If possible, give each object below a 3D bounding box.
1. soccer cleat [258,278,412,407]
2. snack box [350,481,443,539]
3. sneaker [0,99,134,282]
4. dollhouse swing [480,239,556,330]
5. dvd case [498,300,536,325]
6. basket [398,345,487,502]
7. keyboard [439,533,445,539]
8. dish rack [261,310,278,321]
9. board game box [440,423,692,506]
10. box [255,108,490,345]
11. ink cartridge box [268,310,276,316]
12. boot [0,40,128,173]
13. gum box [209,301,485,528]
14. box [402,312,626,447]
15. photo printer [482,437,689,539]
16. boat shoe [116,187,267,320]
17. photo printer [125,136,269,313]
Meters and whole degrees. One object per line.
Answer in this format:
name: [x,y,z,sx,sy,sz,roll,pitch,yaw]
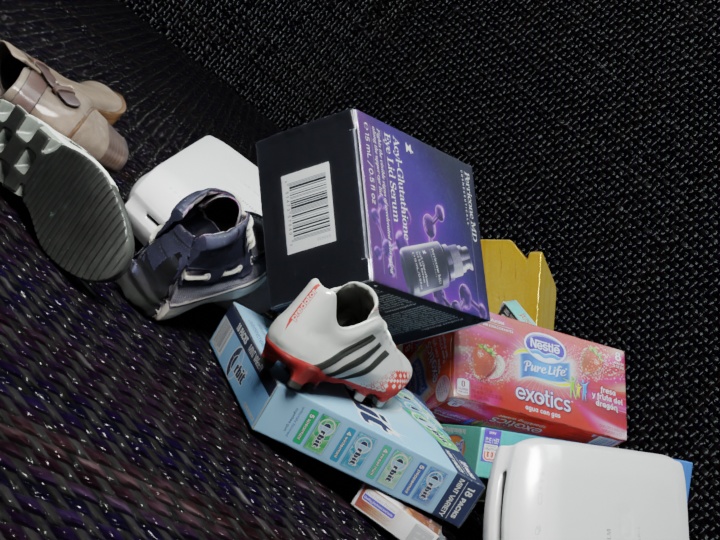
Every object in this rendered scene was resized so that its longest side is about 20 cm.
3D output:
soccer cleat: [-0.003,0.052,1.274,0.068,0.086,0.199,37,11,28]
snack box: [0.036,0.183,1.360,0.072,0.024,0.200,35,7,2]
sneaker: [-0.212,-0.055,1.242,0.200,0.074,0.088,47,9,36]
dollhouse swing: [0.137,0.072,1.924,0.198,0.184,0.176,1,-12,24]
dvd case: [0.165,0.151,1.783,0.022,0.201,0.146,-14,53,-38]
basket: [0.096,0.131,1.727,0.179,0.137,0.200,9,20,-38]
keyboard: [0.048,0.214,1.368,0.056,0.011,0.200,35,6,-15]
dish rack: [-0.041,0.074,1.583,0.200,0.055,0.153,39,5,-31]
board game box: [0.170,0.172,1.463,0.198,0.045,0.152,11,-6,-14]
box: [0.013,-0.031,1.386,0.199,0.104,0.150,17,62,-55]
ink cartridge box: [-0.008,-0.017,1.742,0.175,0.200,0.084,39,6,-17]
boot: [-0.297,-0.170,1.584,0.146,0.070,0.200,36,7,-33]
gum box: [-0.014,0.114,1.325,0.199,0.045,0.170,28,10,-24]
box: [0.144,0.111,1.555,0.198,0.100,0.096,16,61,-25]
photo printer: [0.177,0.220,1.304,0.199,0.168,0.069,13,-18,-40]
boat shoe: [-0.107,-0.027,1.328,0.075,0.093,0.200,46,30,6]
photo printer: [-0.124,-0.039,1.514,0.166,0.070,0.200,39,20,1]
